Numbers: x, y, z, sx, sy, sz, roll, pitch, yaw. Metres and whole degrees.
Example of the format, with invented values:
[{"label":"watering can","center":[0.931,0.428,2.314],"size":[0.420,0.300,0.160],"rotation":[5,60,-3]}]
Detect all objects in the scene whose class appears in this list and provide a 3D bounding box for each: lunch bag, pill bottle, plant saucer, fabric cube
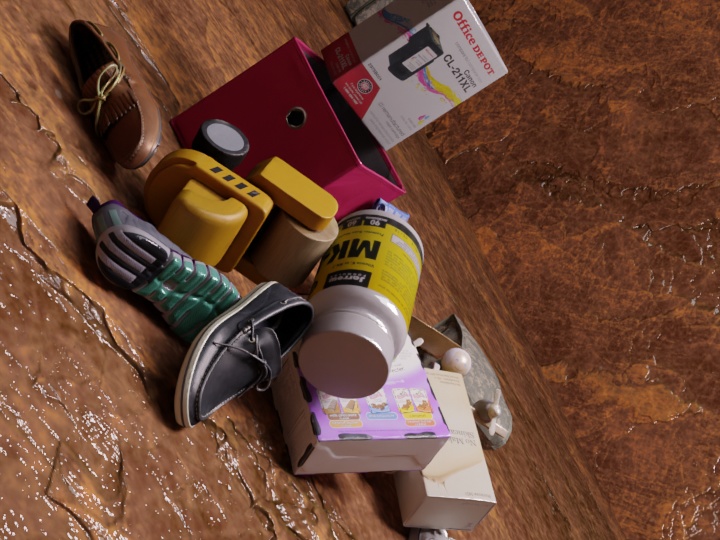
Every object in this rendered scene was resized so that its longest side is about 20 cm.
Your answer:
[{"label":"lunch bag","center":[0.171,0.199,1.715],"size":[0.164,0.117,0.200],"rotation":[55,9,-22]},{"label":"lunch bag","center":[0.069,-0.882,3.477],"size":[0.168,0.199,0.139],"rotation":[64,15,23]},{"label":"pill bottle","center":[0.001,0.034,1.087],"size":[0.114,0.114,0.200],"rotation":[52,31,-26]},{"label":"plant saucer","center":[0.071,0.090,1.608],"size":[0.200,0.036,0.200],"rotation":[31,-4,2]},{"label":"fabric cube","center":[-0.091,-0.149,1.328],"size":[0.197,0.199,0.200],"rotation":[64,14,14]}]

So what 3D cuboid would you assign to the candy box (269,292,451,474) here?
[{"label":"candy box","center":[-0.013,0.123,1.134],"size":[0.167,0.072,0.201],"rotation":[5,47,-30]}]

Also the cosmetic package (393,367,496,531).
[{"label":"cosmetic package","center":[0.094,0.225,1.296],"size":[0.103,0.073,0.201],"rotation":[10,43,-24]}]

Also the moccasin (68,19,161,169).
[{"label":"moccasin","center":[-0.263,-0.189,1.063],"size":[0.078,0.073,0.202],"rotation":[24,40,-52]}]

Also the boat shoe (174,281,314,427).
[{"label":"boat shoe","center":[-0.106,0.076,0.944],"size":[0.200,0.062,0.075],"rotation":[-48,146,-51]}]

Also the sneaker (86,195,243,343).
[{"label":"sneaker","center":[-0.181,-0.002,0.970],"size":[0.200,0.074,0.088],"rotation":[49,5,-48]}]

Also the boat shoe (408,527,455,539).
[{"label":"boat shoe","center":[0.101,0.359,1.222],"size":[0.074,0.065,0.200],"rotation":[55,14,-15]}]

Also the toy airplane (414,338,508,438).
[{"label":"toy airplane","center":[0.116,0.173,1.511],"size":[0.200,0.141,0.199],"rotation":[19,21,-50]}]

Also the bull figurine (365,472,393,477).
[{"label":"bull figurine","center":[-0.001,0.160,1.259],"size":[0.122,0.065,0.200],"rotation":[73,-6,-50]}]

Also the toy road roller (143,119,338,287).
[{"label":"toy road roller","center":[-0.135,-0.047,1.064],"size":[0.200,0.123,0.146],"rotation":[33,35,-6]}]

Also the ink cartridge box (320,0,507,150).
[{"label":"ink cartridge box","center":[0.072,-0.277,1.336],"size":[0.146,0.199,0.083],"rotation":[47,17,-41]}]

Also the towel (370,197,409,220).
[{"label":"towel","center":[0.000,0.000,1.386],"size":[0.024,0.201,0.147],"rotation":[32,4,17]}]
